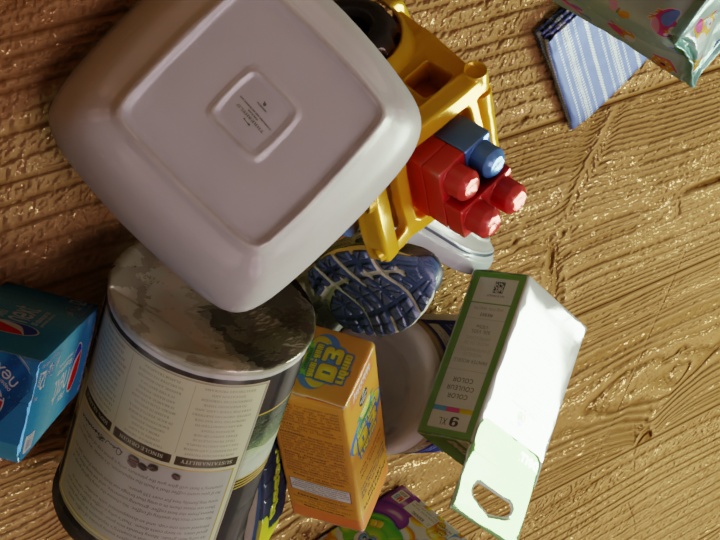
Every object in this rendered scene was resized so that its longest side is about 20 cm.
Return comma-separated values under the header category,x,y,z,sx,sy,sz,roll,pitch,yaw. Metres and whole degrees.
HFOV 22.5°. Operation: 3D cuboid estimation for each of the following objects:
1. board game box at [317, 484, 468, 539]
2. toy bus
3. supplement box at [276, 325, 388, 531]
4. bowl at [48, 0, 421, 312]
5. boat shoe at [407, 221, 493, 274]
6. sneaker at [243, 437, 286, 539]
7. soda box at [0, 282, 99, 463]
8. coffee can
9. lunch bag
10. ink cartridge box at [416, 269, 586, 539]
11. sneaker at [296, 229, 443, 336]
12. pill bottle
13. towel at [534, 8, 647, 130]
category,x,y,z,sx,sy,sz,roll,pitch,yaw
board game box,-0.003,0.307,1.676,0.200,0.105,0.103,-29,139,-32
toy bus,0.011,-0.073,1.270,0.200,0.192,0.136,-39,145,-21
supplement box,-0.023,0.125,1.409,0.200,0.069,0.067,80,29,-54
bowl,-0.074,-0.097,1.150,0.200,0.200,0.075,-45,-173,-10
boat shoe,0.058,-0.050,1.451,0.200,0.074,0.067,20,105,-55
sneaker,-0.100,0.130,1.418,0.074,0.082,0.200,-43,144,-63
soda box,-0.217,0.059,1.129,0.200,0.068,0.064,-83,-172,-82
coffee can,-0.127,0.096,1.280,0.146,0.146,0.200,-17,139,-41
lunch bag,0.245,-0.271,1.386,0.200,0.170,0.122,-52,154,-2
ink cartridge box,0.108,0.111,1.463,0.104,0.059,0.200,39,65,-46
sneaker,0.000,0.000,1.366,0.077,0.200,0.085,53,57,-16
pill bottle,0.074,0.096,1.562,0.200,0.120,0.120,4,118,-50
towel,0.232,-0.227,1.550,0.200,0.024,0.145,-45,148,-9
